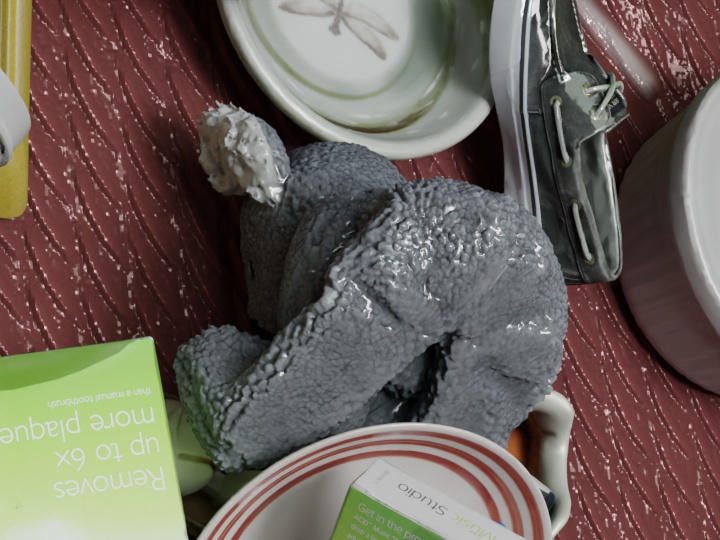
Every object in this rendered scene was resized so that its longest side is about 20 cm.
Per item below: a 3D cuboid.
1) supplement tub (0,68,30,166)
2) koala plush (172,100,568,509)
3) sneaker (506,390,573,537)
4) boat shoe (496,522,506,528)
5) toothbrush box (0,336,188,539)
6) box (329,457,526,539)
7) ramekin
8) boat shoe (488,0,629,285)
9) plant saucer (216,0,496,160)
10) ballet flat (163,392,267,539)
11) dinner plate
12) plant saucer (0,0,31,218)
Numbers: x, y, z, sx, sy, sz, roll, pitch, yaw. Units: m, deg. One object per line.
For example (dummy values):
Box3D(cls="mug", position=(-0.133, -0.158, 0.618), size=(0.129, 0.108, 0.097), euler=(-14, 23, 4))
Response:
Box3D(cls="supplement tub", position=(-0.255, -0.028, 1.212), size=(0.145, 0.144, 0.200), euler=(43, 72, -16))
Box3D(cls="koala plush", position=(0.000, 0.000, 1.392), size=(0.177, 0.184, 0.200), euler=(26, 19, -33))
Box3D(cls="sneaker", position=(0.056, 0.144, 1.444), size=(0.078, 0.079, 0.201), euler=(32, 61, -23))
Box3D(cls="boat shoe", position=(0.053, 0.221, 1.363), size=(0.084, 0.069, 0.201), euler=(-15, 127, -12))
Box3D(cls="toothbrush box", position=(-0.156, 0.144, 1.268), size=(0.144, 0.086, 0.202), euler=(-7, 80, -18))
Box3D(cls="box", position=(0.033, 0.206, 1.308), size=(0.144, 0.201, 0.036), euler=(29, 32, 14))
Box3D(cls="ramekin", position=(0.238, -0.015, 1.610), size=(0.201, 0.094, 0.204), euler=(12, 68, -32))
Box3D(cls="boat shoe", position=(0.117, -0.088, 1.522), size=(0.072, 0.070, 0.202), euler=(-38, 126, -59))
Box3D(cls="plant saucer", position=(-0.007, -0.153, 1.510), size=(0.199, 0.050, 0.202), euler=(11, 70, -32))
Box3D(cls="ballet flat", position=(-0.070, 0.106, 1.375), size=(0.199, 0.071, 0.071), euler=(33, 59, -22))
Box3D(cls="dinner plate", position=(0.000, 0.153, 1.352), size=(0.199, 0.201, 0.024), euler=(15, 27, -30))
Box3D(cls="plant saucer", position=(-0.241, -0.140, 1.344), size=(0.199, 0.048, 0.202), euler=(10, 71, -32))
